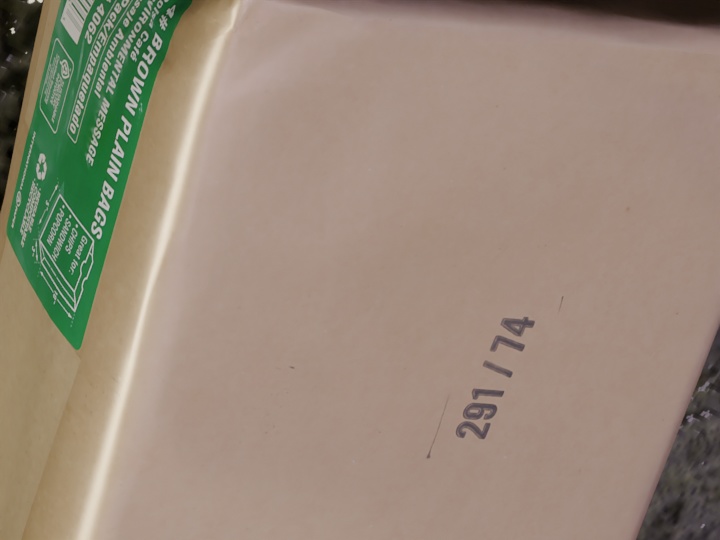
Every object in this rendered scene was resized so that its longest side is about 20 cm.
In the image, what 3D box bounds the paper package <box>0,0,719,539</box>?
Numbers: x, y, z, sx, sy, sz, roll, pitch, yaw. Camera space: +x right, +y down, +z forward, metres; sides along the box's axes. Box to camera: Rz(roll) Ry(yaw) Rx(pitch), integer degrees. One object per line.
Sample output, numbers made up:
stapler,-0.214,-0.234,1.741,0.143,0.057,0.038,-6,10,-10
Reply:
paper package,0.000,0.000,0.635,0.189,0.104,0.201,0,121,-33
